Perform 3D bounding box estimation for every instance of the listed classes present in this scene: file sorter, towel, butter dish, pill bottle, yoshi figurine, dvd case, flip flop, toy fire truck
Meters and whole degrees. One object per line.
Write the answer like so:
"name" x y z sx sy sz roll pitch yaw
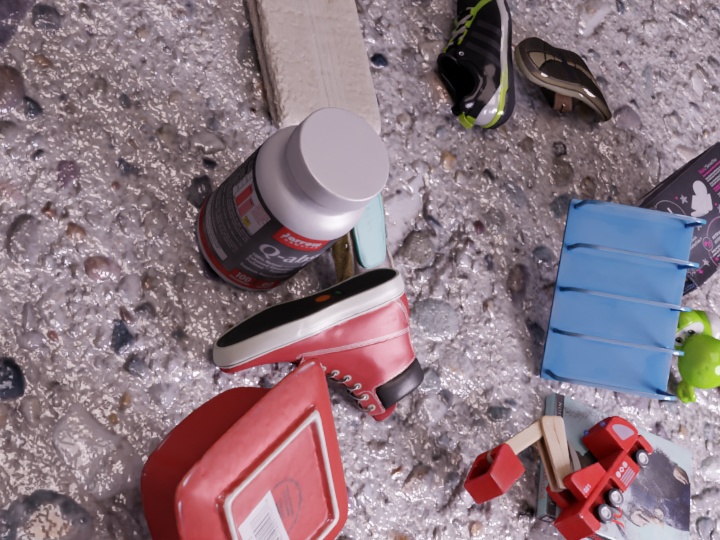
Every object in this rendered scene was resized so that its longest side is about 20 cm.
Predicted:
"file sorter" 0.281 0.030 1.460 0.138 0.123 0.201 10 89 2
"towel" -0.054 -0.238 1.502 0.132 0.034 0.201 0 69 -32
"butter dish" -0.120 0.187 1.189 0.199 0.147 0.201 -43 136 -40
"pill bottle" -0.065 -0.067 1.302 0.115 0.200 0.116 14 61 -27
"yoshi figurine" 0.415 0.111 1.583 0.200 0.112 0.113 27 90 -40
"dvd case" 0.282 0.233 1.507 0.199 0.022 0.147 24 57 -21
"flip flop" 0.240 -0.225 1.672 0.200 0.058 0.081 12 49 -50
"toy fire truck" 0.210 0.202 1.431 0.141 0.049 0.200 49 51 -3

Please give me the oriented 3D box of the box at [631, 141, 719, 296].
"box" 0.371 -0.043 1.630 0.200 0.132 0.115 -35 87 -39

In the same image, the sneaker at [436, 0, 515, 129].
"sneaker" 0.130 -0.259 1.611 0.082 0.072 0.201 6 64 -29

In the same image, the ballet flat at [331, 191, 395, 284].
"ballet flat" 0.000 0.000 1.392 0.071 0.071 0.201 -21 111 -39

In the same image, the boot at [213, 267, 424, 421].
"boot" -0.036 0.097 1.330 0.199 0.072 0.145 -19 109 -16
